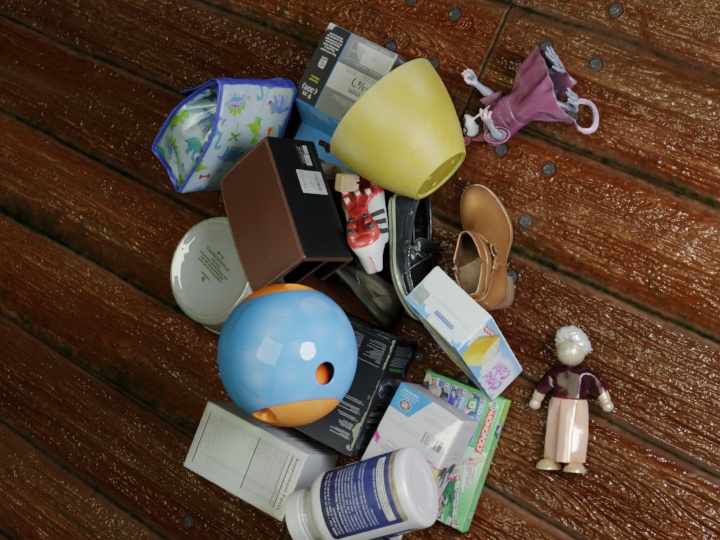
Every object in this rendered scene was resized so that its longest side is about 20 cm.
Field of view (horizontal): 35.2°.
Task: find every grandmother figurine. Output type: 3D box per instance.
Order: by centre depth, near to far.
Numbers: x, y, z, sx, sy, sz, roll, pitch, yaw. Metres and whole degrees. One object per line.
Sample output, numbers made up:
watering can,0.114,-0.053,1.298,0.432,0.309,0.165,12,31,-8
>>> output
grandmother figurine,0.294,0.178,1.588,0.120,0.061,0.203,2,85,18

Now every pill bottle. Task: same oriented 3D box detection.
pill bottle,-0.001,0.322,1.572,0.198,0.111,0.112,-20,74,23

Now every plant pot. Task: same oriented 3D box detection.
plant pot,0.074,-0.191,1.688,0.200,0.200,0.142,-44,77,13

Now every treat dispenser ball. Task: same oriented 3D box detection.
treat dispenser ball,-0.103,0.120,1.606,0.199,0.200,0.204,-4,80,25

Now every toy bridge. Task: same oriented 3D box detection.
toy bridge,-0.067,-0.155,1.782,0.199,0.067,0.028,19,111,47

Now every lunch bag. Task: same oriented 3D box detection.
lunch bag,-0.211,-0.230,1.808,0.200,0.169,0.128,-49,65,35

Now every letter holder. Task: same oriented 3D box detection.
letter holder,-0.118,-0.076,1.710,0.142,0.100,0.202,-35,66,39

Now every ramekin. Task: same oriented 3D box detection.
ramekin,-0.220,0.005,1.846,0.200,0.094,0.205,-4,80,26

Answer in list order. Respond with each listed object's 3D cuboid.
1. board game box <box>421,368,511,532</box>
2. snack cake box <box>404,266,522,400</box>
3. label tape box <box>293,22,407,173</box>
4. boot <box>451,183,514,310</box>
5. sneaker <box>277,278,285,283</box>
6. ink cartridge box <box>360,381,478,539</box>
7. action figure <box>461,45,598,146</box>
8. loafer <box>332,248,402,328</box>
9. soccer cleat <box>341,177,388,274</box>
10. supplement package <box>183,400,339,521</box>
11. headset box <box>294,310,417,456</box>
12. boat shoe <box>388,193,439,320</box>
board game box,0.128,0.264,1.671,0.133,0.029,0.202,19,91,27
snack cake box,0.147,0.090,1.582,0.067,0.200,0.115,-44,57,-4
label tape box,-0.027,-0.272,1.812,0.143,0.063,0.202,30,95,27
boot,0.168,-0.043,1.628,0.073,0.154,0.202,-20,74,21
sneaker,-0.103,-0.062,1.811,0.077,0.091,0.201,11,62,31
ink cartridge box,0.070,0.278,1.643,0.115,0.068,0.202,30,96,27
action figure,0.230,-0.238,1.680,0.199,0.148,0.135,-35,37,36
loafer,0.000,0.000,1.760,0.071,0.073,0.200,-40,73,-4
soccer cleat,0.010,-0.074,1.731,0.068,0.086,0.201,-15,33,9
supplement package,-0.153,0.295,1.759,0.199,0.109,0.115,23,92,27
headset box,-0.034,0.170,1.729,0.173,0.093,0.202,22,92,27
boat shoe,0.085,-0.026,1.714,0.062,0.074,0.202,-13,71,29
